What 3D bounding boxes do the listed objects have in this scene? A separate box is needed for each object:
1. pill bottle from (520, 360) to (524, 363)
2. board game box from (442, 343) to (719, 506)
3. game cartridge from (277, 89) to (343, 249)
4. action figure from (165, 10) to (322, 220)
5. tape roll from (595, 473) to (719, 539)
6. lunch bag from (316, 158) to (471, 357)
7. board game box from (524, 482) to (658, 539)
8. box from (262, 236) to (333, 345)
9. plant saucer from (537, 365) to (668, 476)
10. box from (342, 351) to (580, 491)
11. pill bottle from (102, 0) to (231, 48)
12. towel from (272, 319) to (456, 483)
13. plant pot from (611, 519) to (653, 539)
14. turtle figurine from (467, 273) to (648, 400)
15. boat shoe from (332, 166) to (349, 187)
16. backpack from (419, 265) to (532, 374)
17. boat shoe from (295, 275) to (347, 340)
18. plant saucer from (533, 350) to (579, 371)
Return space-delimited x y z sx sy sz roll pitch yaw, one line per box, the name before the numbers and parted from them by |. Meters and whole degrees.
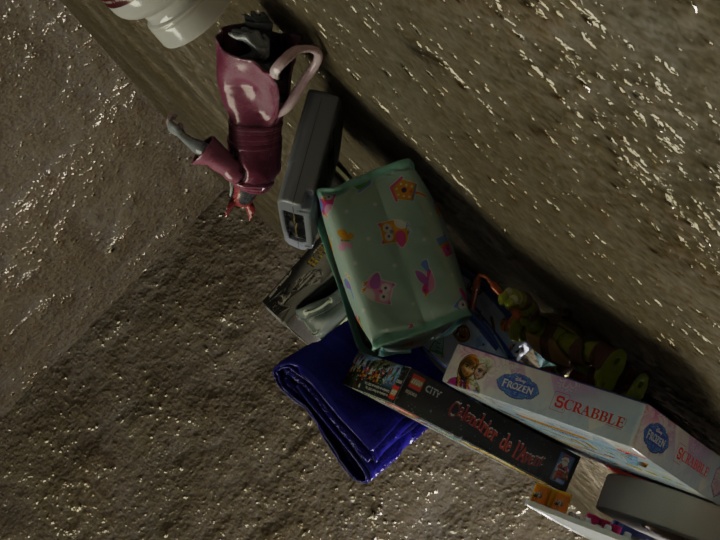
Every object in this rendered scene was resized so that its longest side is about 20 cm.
pill bottle | 0.175 0.157 1.691 0.200 0.116 0.116 43 175 10
board game box | 0.206 0.138 1.082 0.199 0.041 0.199 17 168 42
game cartridge | -0.049 -0.105 1.239 0.041 0.134 0.200 18 169 3
action figure | -0.094 -0.138 1.159 0.148 0.201 0.134 22 -152 33
tape roll | 0.324 0.247 1.151 0.202 0.037 0.203 21 170 4
lunch bag | 0.032 -0.004 1.216 0.200 0.121 0.171 77 174 -83
board game box | 0.278 0.261 1.149 0.199 0.026 0.200 16 168 32
box | -0.028 -0.006 1.507 0.048 0.200 0.158 42 177 -16
plant saucer | 0.292 0.181 1.280 0.200 0.037 0.200 47 169 -32
box | 0.094 0.143 1.162 0.199 0.038 0.136 29 173 -19
pill bottle | -0.202 -0.292 1.040 0.200 0.113 0.113 48 174 -32
towel | 0.013 0.118 1.252 0.148 0.050 0.200 51 -148 7
plant pot | 0.366 0.367 1.437 0.179 0.200 0.200 37 173 14
turtle figurine | 0.194 0.077 1.147 0.161 0.064 0.200 29 157 46
boat shoe | -0.045 -0.107 1.634 0.074 0.063 0.202 44 174 31
backpack | 0.100 0.076 1.429 0.200 0.155 0.190 26 169 45
boat shoe | 0.000 0.000 1.372 0.062 0.200 0.073 38 -155 -7
plant saucer | 0.221 0.097 1.371 0.070 0.019 0.200 42 175 25
